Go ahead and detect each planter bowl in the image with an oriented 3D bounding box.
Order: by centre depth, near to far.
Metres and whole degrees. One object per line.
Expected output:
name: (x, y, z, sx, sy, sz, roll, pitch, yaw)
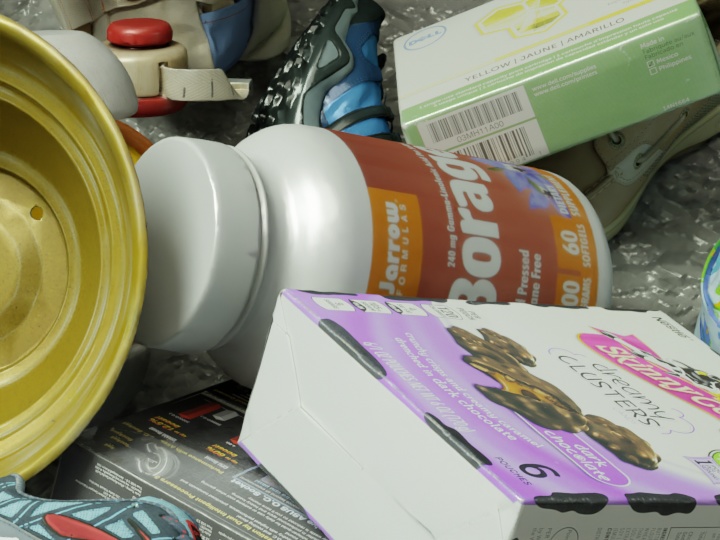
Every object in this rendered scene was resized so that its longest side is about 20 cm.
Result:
planter bowl: (-0.171, -0.003, 0.909, 0.199, 0.083, 0.202, -1, 86, 10)

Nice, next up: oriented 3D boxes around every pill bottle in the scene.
pill bottle: (0.000, 0.000, 0.956, 0.199, 0.113, 0.112, 8, 36, -36)

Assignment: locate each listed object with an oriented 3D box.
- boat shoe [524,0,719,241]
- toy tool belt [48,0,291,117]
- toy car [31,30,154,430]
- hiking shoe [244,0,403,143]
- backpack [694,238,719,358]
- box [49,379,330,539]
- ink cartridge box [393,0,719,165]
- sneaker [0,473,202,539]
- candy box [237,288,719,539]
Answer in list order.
boat shoe: (0.120, -0.072, 1.106, 0.200, 0.065, 0.072, -36, 54, -27)
toy tool belt: (-0.096, -0.158, 1.120, 0.124, 0.124, 0.200, 2, 18, 8)
toy car: (-0.177, -0.023, 1.036, 0.198, 0.177, 0.150, 0, 11, 4)
hiking shoe: (-0.009, -0.049, 1.095, 0.086, 0.074, 0.201, 26, 52, -16)
backpack: (0.229, 0.002, 0.989, 0.163, 0.154, 0.200, 38, 69, 27)
box: (0.000, 0.110, 0.898, 0.199, 0.050, 0.157, 25, 21, 25)
ink cartridge box: (0.089, -0.118, 1.098, 0.145, 0.048, 0.200, -21, 28, 9)
sneaker: (-0.068, 0.112, 0.778, 0.199, 0.080, 0.096, 15, 36, 20)
candy box: (0.081, 0.076, 0.867, 0.199, 0.072, 0.168, 4, 22, -36)
